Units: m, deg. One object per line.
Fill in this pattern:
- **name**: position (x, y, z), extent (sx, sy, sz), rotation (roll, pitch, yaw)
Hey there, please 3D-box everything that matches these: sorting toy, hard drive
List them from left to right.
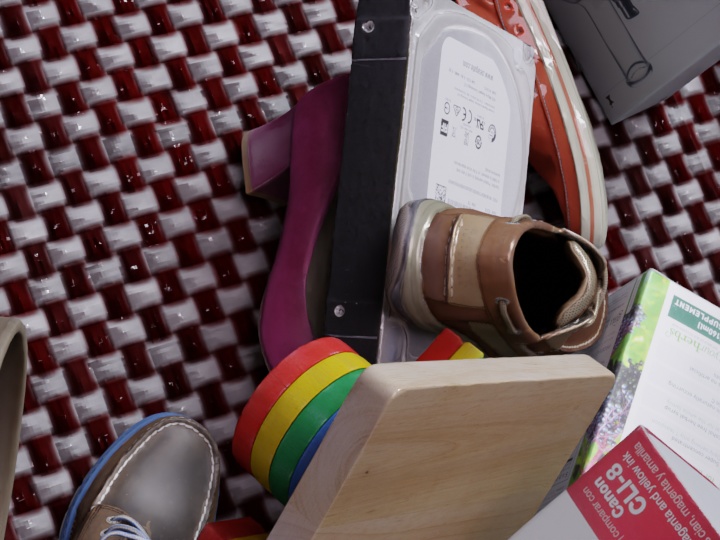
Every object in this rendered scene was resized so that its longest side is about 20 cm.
- **sorting toy**: position (-0.002, 0.111, 0.895), extent (0.070, 0.199, 0.200), rotation (38, 19, 28)
- **hard drive**: position (0.038, -0.031, 1.006), extent (0.140, 0.038, 0.201), rotation (17, 78, -58)

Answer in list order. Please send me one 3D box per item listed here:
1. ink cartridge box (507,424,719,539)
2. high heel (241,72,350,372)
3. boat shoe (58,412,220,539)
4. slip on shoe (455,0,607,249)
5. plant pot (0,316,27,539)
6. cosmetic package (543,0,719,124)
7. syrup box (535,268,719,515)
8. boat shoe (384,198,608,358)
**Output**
- **ink cartridge box**: position (0.112, 0.202, 0.875), extent (0.145, 0.200, 0.145), rotation (37, 14, -47)
- **high heel**: position (0.000, 0.000, 1.008), extent (0.067, 0.096, 0.201), rotation (18, 57, -49)
- **boat shoe**: position (-0.110, 0.151, 0.924), extent (0.072, 0.072, 0.201), rotation (28, 63, -12)
- **slip on shoe**: position (0.088, -0.102, 1.112), extent (0.061, 0.074, 0.201), rotation (-23, 88, 6)
- **plant pot**: position (-0.242, 0.106, 0.832), extent (0.173, 0.200, 0.201), rotation (9, 68, -3)
- **cosmetic package**: position (0.165, -0.187, 1.090), extent (0.052, 0.200, 0.151), rotation (-27, 84, -28)
- **syrup box**: position (0.137, 0.110, 1.044), extent (0.079, 0.081, 0.201), rotation (28, 62, -12)
- **boat shoe**: position (0.084, 0.012, 0.978), extent (0.200, 0.072, 0.076), rotation (13, 81, -61)
